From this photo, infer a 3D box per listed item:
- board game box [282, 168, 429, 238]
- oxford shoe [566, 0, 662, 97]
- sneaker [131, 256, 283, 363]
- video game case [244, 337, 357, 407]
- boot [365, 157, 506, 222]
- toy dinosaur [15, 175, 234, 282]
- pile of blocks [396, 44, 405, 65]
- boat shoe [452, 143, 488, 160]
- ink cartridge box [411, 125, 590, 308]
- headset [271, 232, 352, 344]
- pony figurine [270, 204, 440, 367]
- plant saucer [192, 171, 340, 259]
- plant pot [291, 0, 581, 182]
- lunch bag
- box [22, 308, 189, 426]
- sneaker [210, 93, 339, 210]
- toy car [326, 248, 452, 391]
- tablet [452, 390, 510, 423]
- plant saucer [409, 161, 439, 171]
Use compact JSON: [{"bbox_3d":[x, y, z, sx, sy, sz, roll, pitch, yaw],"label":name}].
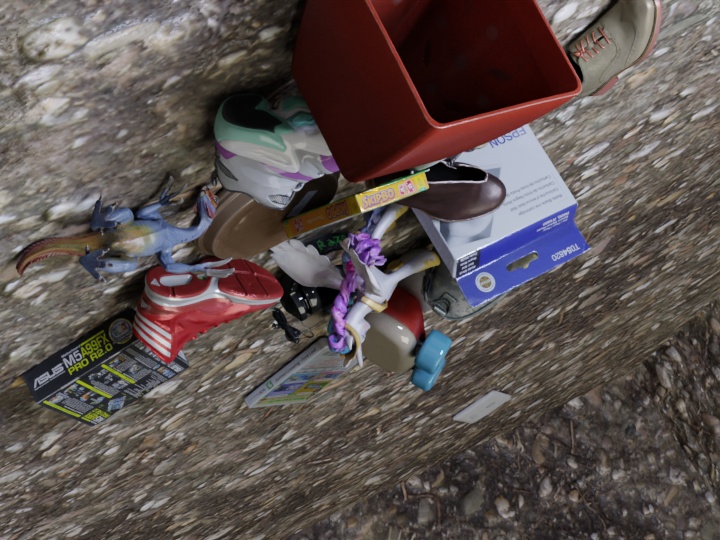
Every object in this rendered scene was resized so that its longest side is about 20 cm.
[{"bbox_3d":[-0.004,-0.076,1.562,0.095,0.030,0.200,-21,180,-30],"label":"board game box"},{"bbox_3d":[0.300,-0.272,1.687,0.074,0.071,0.200,-15,156,-28],"label":"oxford shoe"},{"bbox_3d":[-0.195,0.049,1.677,0.199,0.079,0.116,3,130,-40],"label":"sneaker"},{"bbox_3d":[-0.080,0.170,2.327,0.182,0.022,0.200,-39,162,20],"label":"video game case"},{"bbox_3d":[0.115,-0.099,1.648,0.198,0.073,0.166,4,178,-22],"label":"boot"},{"bbox_3d":[-0.231,-0.048,1.449,0.198,0.106,0.181,2,-173,17],"label":"toy dinosaur"},{"bbox_3d":[-0.002,-0.169,1.431,0.199,0.082,0.062,-35,157,7],"label":"pile of blocks"},{"bbox_3d":[0.130,-0.175,1.667,0.072,0.065,0.200,-25,163,-28],"label":"boat shoe"},{"bbox_3d":[0.177,-0.079,1.779,0.199,0.201,0.041,-26,166,-20],"label":"ink cartridge box"},{"bbox_3d":[-0.069,0.021,1.895,0.123,0.094,0.201,-12,139,-37],"label":"headset"},{"bbox_3d":[0.000,0.000,1.768,0.200,0.166,0.194,-52,129,-27],"label":"pony figurine"},{"bbox_3d":[-0.105,-0.073,1.610,0.199,0.030,0.200,-29,162,-11],"label":"plant saucer"},{"bbox_3d":[0.048,-0.191,1.290,0.199,0.201,0.176,-17,165,-38],"label":"plant pot"},{"bbox_3d":[0.170,-0.023,1.933,0.168,0.139,0.200,-50,180,19],"label":"lunch bag"},{"bbox_3d":[-0.321,0.128,1.763,0.160,0.044,0.200,-32,162,1],"label":"box"},{"bbox_3d":[-0.058,-0.111,1.406,0.198,0.078,0.140,3,138,-13],"label":"sneaker"},{"bbox_3d":[0.077,0.042,2.077,0.201,0.184,0.177,-56,170,-19],"label":"toy car"},{"bbox_3d":[0.309,0.348,3.486,0.130,0.014,0.200,-35,163,10],"label":"tablet"},{"bbox_3d":[0.086,-0.158,1.508,0.199,0.050,0.200,-32,-166,9],"label":"plant saucer"}]
